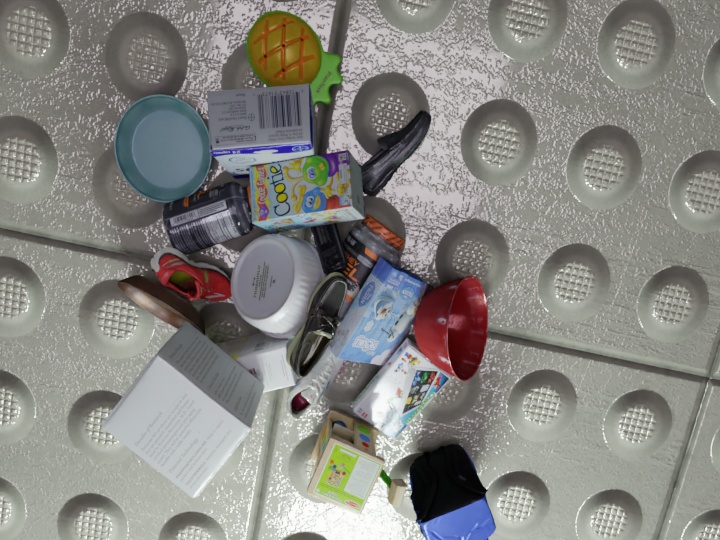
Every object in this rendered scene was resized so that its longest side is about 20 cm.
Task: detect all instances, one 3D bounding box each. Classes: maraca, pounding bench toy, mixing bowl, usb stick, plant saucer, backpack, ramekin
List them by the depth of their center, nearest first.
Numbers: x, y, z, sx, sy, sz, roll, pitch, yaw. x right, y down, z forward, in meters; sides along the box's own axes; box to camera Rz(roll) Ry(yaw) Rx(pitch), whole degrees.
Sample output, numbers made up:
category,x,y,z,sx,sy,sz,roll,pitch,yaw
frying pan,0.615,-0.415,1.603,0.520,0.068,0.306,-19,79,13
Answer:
category,x,y,z,sx,sy,sz,roll,pitch,yaw
maraca,-0.125,-0.399,1.016,0.197,0.107,0.139,34,97,-8
ramekin,-0.166,0.024,1.047,0.195,0.094,0.211,-7,75,25
usb stick,-0.072,-0.087,1.059,0.054,0.033,0.206,-22,65,11
plant saucer,-0.388,0.068,1.063,0.196,0.200,0.035,32,66,-6
plant saucer,-0.390,-0.242,1.071,0.191,0.036,0.209,0,100,-3
mixing bowl,0.176,0.113,1.092,0.105,0.198,0.209,3,103,35
pounding bench toy,-0.001,0.412,1.138,0.194,0.156,0.128,25,98,-6
backpack,0.184,0.490,1.139,0.156,0.201,0.174,-16,110,-1

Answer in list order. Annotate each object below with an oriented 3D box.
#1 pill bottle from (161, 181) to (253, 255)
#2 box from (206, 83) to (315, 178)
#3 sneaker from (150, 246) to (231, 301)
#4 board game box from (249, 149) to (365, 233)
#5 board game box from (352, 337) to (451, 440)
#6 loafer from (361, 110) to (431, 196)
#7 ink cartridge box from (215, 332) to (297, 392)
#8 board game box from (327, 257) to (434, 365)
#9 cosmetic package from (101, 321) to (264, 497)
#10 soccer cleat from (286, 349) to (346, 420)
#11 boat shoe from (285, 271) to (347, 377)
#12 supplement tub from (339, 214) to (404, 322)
category,x,y,z,sx,sy,sz,roll,pitch,yaw
pill bottle,-0.282,-0.110,1.063,0.193,0.106,0.110,-18,101,1
box,-0.170,-0.250,0.987,0.176,0.200,0.110,-4,87,-1
sneaker,-0.327,0.030,1.055,0.077,0.085,0.198,-47,143,10
board game box,-0.098,-0.144,1.001,0.192,0.105,0.108,-7,82,13
board game box,0.088,0.259,1.153,0.125,0.035,0.202,35,107,-14
loafer,0.063,-0.242,1.069,0.070,0.068,0.201,39,100,-17
ink cartridge box,-0.228,0.192,1.099,0.192,0.145,0.087,-13,102,1
board game box,0.046,0.091,1.074,0.043,0.198,0.203,37,99,32
cosmetic package,-0.300,0.238,0.946,0.199,0.168,0.167,40,99,-8
soccer cleat,-0.088,0.234,1.139,0.069,0.086,0.203,35,97,-8
boat shoe,-0.072,0.106,0.994,0.070,0.066,0.206,23,100,-35
supplement tub,0.000,0.000,1.083,0.120,0.123,0.204,31,97,-7
